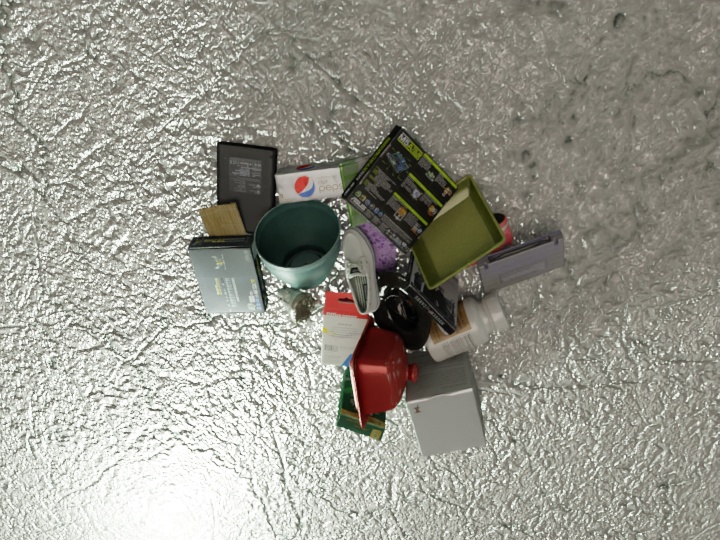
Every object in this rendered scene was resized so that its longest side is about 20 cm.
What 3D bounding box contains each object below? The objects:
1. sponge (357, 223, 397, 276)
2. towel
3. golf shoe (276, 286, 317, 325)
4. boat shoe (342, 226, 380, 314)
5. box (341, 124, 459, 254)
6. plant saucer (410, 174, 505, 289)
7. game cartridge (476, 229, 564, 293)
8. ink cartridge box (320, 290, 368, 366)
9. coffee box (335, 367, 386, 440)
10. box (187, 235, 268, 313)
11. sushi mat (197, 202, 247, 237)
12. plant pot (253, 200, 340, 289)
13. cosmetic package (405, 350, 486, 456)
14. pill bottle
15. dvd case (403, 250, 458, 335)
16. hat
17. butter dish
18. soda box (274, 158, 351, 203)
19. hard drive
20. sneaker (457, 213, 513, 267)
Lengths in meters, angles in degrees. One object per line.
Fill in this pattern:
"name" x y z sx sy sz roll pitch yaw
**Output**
"sponge" 0.034 -0.058 1.426 0.108 0.030 0.206 6 114 2
"towel" 0.056 -0.190 1.323 0.195 0.031 0.153 -20 113 -15
"golf shoe" -0.162 0.076 1.419 0.096 0.200 0.080 29 82 3
"boat shoe" 0.000 0.000 1.379 0.072 0.067 0.205 -17 94 24
"box" 0.088 -0.172 1.306 0.199 0.047 0.195 37 92 -27
"plant saucer" 0.208 -0.079 1.337 0.198 0.203 0.048 -34 143 18
"game cartridge" 0.365 -0.018 1.374 0.195 0.039 0.130 -19 151 8
"ink cartridge box" -0.037 0.134 1.496 0.112 0.068 0.206 6 114 2
"coffee box" 0.007 0.326 1.503 0.120 0.201 0.045 21 116 -5
"box" -0.316 0.013 1.454 0.153 0.052 0.204 0 126 7
"sushi mat" -0.310 -0.070 1.432 0.093 0.012 0.204 -6 126 11
"plant pot" -0.133 -0.043 1.375 0.194 0.204 0.136 -2 142 6
"cosmetic package" 0.207 0.313 1.481 0.163 0.201 0.170 -13 113 12
"pill bottle" 0.250 0.131 1.444 0.196 0.115 0.116 -24 110 15
"dvd case" 0.164 0.034 1.361 0.150 0.201 0.025 44 118 -14
"hat" 0.111 0.080 1.423 0.198 0.080 0.205 26 132 33
"butter dish" 0.065 0.234 1.398 0.143 0.201 0.205 0 117 17
"soda box" -0.090 -0.202 1.355 0.194 0.064 0.070 -6 113 7
"hard drive" -0.264 -0.187 1.394 0.135 0.033 0.206 7 114 2
"sneaker" 0.270 -0.037 1.379 0.198 0.074 0.087 -38 117 5
